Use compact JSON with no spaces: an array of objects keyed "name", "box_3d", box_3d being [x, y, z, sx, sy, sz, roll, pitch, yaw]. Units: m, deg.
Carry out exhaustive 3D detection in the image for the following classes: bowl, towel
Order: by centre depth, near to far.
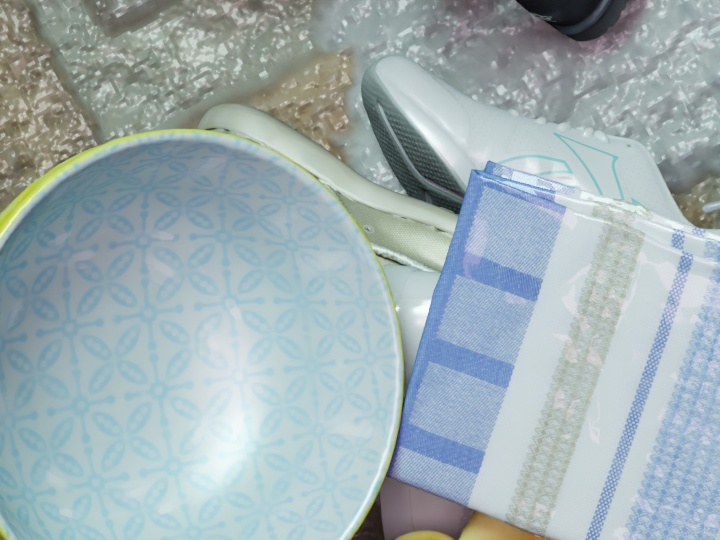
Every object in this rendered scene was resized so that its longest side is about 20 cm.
[{"name":"towel","box_3d":[0.121,0.050,1.188,0.200,0.024,0.147,18,100,9]},{"name":"bowl","box_3d":[-0.093,0.044,1.197,0.200,0.108,0.201,0,90,-29]}]

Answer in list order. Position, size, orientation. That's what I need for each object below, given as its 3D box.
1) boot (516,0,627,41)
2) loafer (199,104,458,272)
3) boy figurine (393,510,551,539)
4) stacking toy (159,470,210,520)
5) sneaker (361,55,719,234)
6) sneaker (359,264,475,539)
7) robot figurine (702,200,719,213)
[{"name":"boot","box_3d":[0.077,-0.201,1.270,0.066,0.200,0.165,20,89,36]},{"name":"loafer","box_3d":[0.000,0.000,1.321,0.200,0.076,0.068,29,69,14]},{"name":"boy figurine","box_3d":[0.086,0.135,1.237,0.200,0.064,0.125,4,106,3]},{"name":"stacking toy","box_3d":[-0.147,0.175,1.245,0.200,0.146,0.146,-34,83,-39]},{"name":"sneaker","box_3d":[0.087,-0.037,1.338,0.200,0.070,0.080,40,73,5]},{"name":"sneaker","box_3d":[0.055,0.086,1.276,0.085,0.200,0.073,5,45,19]},{"name":"robot figurine","box_3d":[0.244,-0.080,1.295,0.200,0.113,0.170,-47,45,2]}]
